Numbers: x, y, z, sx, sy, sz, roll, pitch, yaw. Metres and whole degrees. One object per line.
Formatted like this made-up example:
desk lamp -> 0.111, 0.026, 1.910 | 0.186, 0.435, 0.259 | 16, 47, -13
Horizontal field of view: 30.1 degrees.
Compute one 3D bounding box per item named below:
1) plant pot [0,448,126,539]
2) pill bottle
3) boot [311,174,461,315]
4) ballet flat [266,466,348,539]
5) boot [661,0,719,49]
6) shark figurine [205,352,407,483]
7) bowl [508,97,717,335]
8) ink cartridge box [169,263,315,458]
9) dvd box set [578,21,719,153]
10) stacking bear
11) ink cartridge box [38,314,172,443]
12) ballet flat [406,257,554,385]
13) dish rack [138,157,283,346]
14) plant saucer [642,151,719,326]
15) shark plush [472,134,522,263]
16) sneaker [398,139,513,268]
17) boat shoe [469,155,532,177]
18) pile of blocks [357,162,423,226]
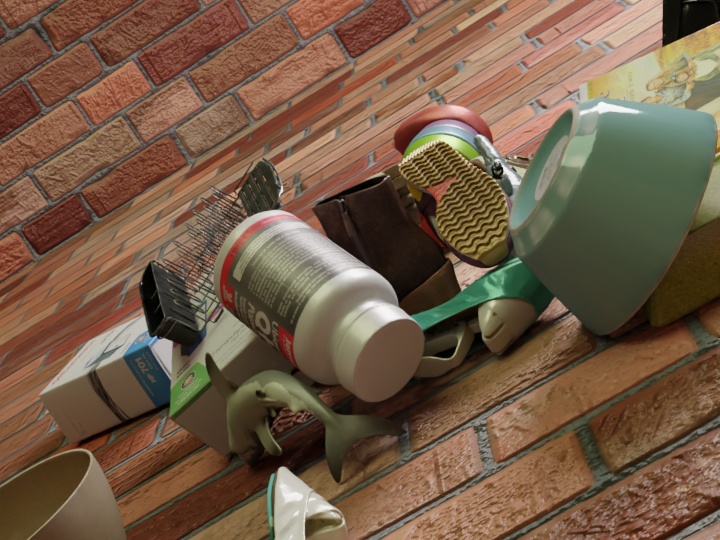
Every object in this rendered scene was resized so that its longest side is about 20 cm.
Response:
plant pot -> -0.273, 0.267, 1.138 | 0.200, 0.135, 0.200 | -31, 16, 10
pill bottle -> -0.036, 0.034, 1.202 | 0.111, 0.111, 0.200 | -38, 46, -19
boot -> 0.000, 0.000, 1.345 | 0.199, 0.167, 0.072 | -23, 18, 39
ballet flat -> -0.038, 0.211, 0.994 | 0.069, 0.070, 0.200 | -29, 20, 13
boot -> 0.395, -0.239, 1.394 | 0.161, 0.200, 0.073 | 2, 3, 12
shark figurine -> -0.058, 0.112, 1.216 | 0.089, 0.129, 0.214 | -31, 13, -34
bowl -> 0.191, -0.059, 1.092 | 0.201, 0.104, 0.202 | -155, 90, -84
ink cartridge box -> -0.122, 0.069, 1.392 | 0.145, 0.087, 0.200 | -42, 27, 21
dvd box set -> 0.310, -0.158, 1.326 | 0.199, 0.029, 0.147 | -21, 53, 36
stacking bear -> 0.092, -0.100, 1.600 | 0.114, 0.121, 0.201 | -40, 19, 37
ink cartridge box -> -0.289, 0.124, 1.715 | 0.199, 0.086, 0.147 | -23, 18, 28
ballet flat -> 0.100, 0.054, 1.203 | 0.199, 0.067, 0.071 | -27, 41, 24
dish rack -> -0.152, -0.028, 1.387 | 0.201, 0.054, 0.154 | -56, 25, 11
plant saucer -> 0.305, -0.052, 1.114 | 0.199, 0.048, 0.200 | -30, 16, 12
shark plush -> 0.157, -0.077, 1.321 | 0.090, 0.083, 0.201 | -22, 43, 19
sneaker -> 0.106, -0.048, 1.274 | 0.075, 0.090, 0.200 | -32, 36, 3
boat shoe -> 0.182, -0.092, 1.472 | 0.074, 0.075, 0.202 | -22, 19, -12
pile of blocks -> 0.051, -0.040, 1.391 | 0.062, 0.200, 0.082 | -28, 59, -6
